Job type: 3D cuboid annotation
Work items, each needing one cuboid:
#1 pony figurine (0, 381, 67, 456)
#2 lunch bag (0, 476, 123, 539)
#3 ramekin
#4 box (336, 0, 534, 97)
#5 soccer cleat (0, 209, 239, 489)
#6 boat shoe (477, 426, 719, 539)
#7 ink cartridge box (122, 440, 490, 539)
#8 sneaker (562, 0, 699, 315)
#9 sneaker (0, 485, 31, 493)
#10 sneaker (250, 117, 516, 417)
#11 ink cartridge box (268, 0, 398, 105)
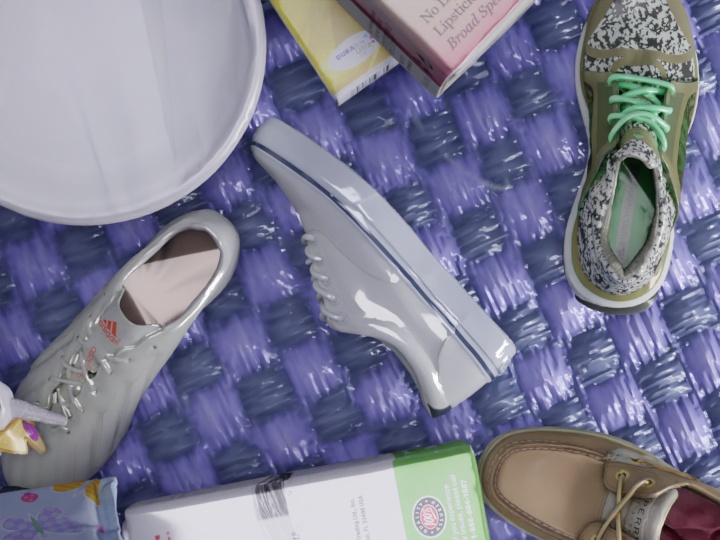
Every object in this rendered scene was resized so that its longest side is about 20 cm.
[{"bbox_3d":[-0.274,0.044,0.924,0.192,0.167,0.201,-12,130,8],"label":"pony figurine"},{"bbox_3d":[-0.190,0.225,0.890,0.169,0.127,0.201,-6,112,-9],"label":"lunch bag"},{"bbox_3d":[-0.152,-0.123,0.990,0.201,0.094,0.204,0,88,0],"label":"ramekin"},{"bbox_3d":[0.017,-0.208,0.910,0.200,0.109,0.128,44,89,-1],"label":"box"},{"bbox_3d":[-0.142,0.046,0.992,0.069,0.078,0.200,37,88,1],"label":"soccer cleat"},{"bbox_3d":[0.165,0.139,0.996,0.199,0.066,0.074,16,88,0],"label":"boat shoe"},{"bbox_3d":[-0.023,0.186,0.984,0.199,0.084,0.146,-10,88,-1],"label":"ink cartridge box"},{"bbox_3d":[0.161,-0.075,0.993,0.076,0.089,0.201,3,88,0],"label":"sneaker"},{"bbox_3d":[-0.219,0.215,0.989,0.089,0.067,0.201,21,96,4],"label":"sneaker"},{"bbox_3d":[0.000,0.000,0.997,0.071,0.073,0.200,-44,89,-5],"label":"sneaker"},{"bbox_3d":[0.012,-0.232,0.985,0.197,0.047,0.200,-35,92,0],"label":"ink cartridge box"}]
